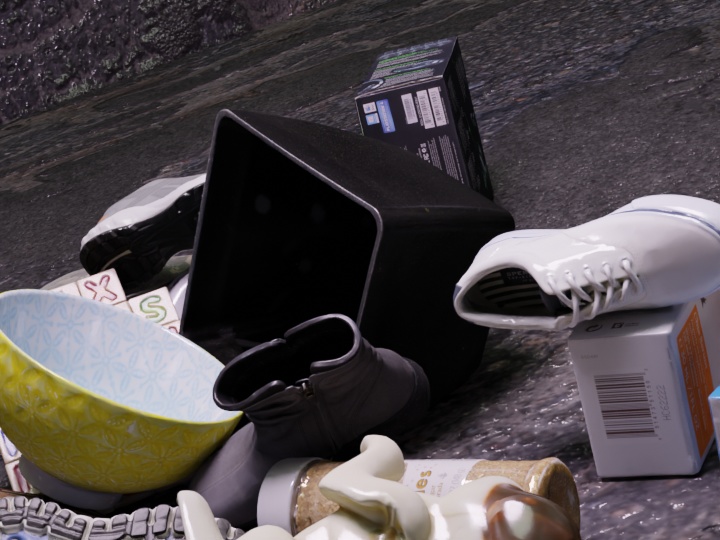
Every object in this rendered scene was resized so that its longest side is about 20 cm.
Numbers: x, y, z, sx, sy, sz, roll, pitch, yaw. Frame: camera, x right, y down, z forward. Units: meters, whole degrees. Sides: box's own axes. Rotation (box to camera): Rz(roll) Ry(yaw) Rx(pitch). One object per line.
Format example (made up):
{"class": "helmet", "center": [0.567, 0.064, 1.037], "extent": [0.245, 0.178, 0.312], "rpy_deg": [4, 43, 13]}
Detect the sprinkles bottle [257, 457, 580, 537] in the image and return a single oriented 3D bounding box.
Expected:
{"class": "sprinkles bottle", "center": [0.033, 0.149, 1.013], "extent": [0.198, 0.069, 0.068], "rpy_deg": [-5, 20, 32]}

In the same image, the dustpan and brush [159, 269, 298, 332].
{"class": "dustpan and brush", "center": [-0.117, 0.016, 1.372], "extent": [0.138, 0.203, 0.057], "rpy_deg": [-2, -18, -17]}

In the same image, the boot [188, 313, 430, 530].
{"class": "boot", "center": [-0.062, 0.096, 1.083], "extent": [0.199, 0.070, 0.131], "rpy_deg": [-36, -32, 14]}

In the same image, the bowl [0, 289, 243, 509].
{"class": "bowl", "center": [-0.192, 0.106, 1.189], "extent": [0.198, 0.109, 0.200], "rpy_deg": [23, 12, -5]}

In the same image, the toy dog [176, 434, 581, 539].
{"class": "toy dog", "center": [0.022, 0.170, 0.850], "extent": [0.198, 0.141, 0.194], "rpy_deg": [-18, 30, -7]}

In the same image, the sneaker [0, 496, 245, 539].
{"class": "sneaker", "center": [-0.143, 0.193, 1.007], "extent": [0.197, 0.090, 0.079], "rpy_deg": [9, 48, 8]}

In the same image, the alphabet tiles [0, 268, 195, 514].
{"class": "alphabet tiles", "center": [-0.205, 0.093, 1.278], "extent": [0.165, 0.006, 0.201], "rpy_deg": [-19, 60, -13]}

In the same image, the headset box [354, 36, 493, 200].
{"class": "headset box", "center": [0.068, -0.126, 1.652], "extent": [0.092, 0.176, 0.200], "rpy_deg": [-11, 18, 12]}

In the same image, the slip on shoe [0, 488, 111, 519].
{"class": "slip on shoe", "center": [-0.260, 0.187, 1.181], "extent": [0.198, 0.061, 0.076], "rpy_deg": [9, -6, 20]}

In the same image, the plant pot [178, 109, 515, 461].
{"class": "plant pot", "center": [0.000, 0.000, 1.249], "extent": [0.176, 0.202, 0.199], "rpy_deg": [-10, 32, -40]}

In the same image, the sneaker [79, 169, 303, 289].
{"class": "sneaker", "center": [-0.137, -0.052, 1.338], "extent": [0.198, 0.074, 0.080], "rpy_deg": [-16, 35, 22]}

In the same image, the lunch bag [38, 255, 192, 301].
{"class": "lunch bag", "center": [-0.228, 0.066, 1.419], "extent": [0.199, 0.119, 0.163], "rpy_deg": [-25, 16, -40]}

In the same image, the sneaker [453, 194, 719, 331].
{"class": "sneaker", "center": [0.146, 0.007, 1.031], "extent": [0.199, 0.074, 0.071], "rpy_deg": [-13, 24, 41]}

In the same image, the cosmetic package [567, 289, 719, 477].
{"class": "cosmetic package", "center": [0.209, 0.048, 1.116], "extent": [0.070, 0.103, 0.200], "rpy_deg": [-6, 20, 27]}

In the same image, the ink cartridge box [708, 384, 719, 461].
{"class": "ink cartridge box", "center": [0.312, 0.066, 1.023], "extent": [0.115, 0.068, 0.199], "rpy_deg": [-1, 22, 38]}
